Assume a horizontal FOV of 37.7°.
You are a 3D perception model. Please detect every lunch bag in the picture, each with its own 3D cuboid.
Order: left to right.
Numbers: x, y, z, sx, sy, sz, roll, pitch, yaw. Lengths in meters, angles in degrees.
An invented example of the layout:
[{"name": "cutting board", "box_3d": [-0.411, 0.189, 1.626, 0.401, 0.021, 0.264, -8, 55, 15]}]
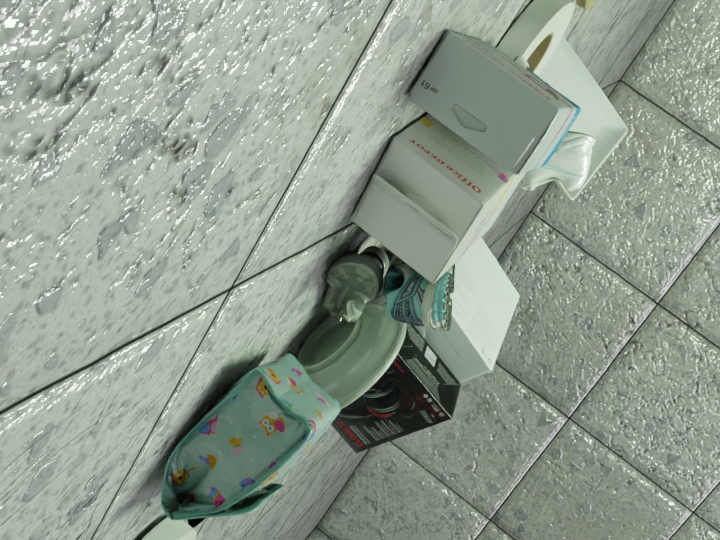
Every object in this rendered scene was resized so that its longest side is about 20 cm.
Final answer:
[{"name": "lunch bag", "box_3d": [-0.133, 0.207, 1.229, 0.200, 0.122, 0.170, -47, 173, 7]}]

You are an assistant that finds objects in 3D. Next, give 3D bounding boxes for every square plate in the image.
[{"name": "square plate", "box_3d": [0.302, -0.235, 1.595, 0.198, 0.200, 0.028, -47, -166, -33]}]

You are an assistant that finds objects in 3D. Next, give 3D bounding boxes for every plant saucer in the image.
[{"name": "plant saucer", "box_3d": [-0.030, 0.108, 1.423, 0.199, 0.050, 0.201, -33, -156, 17]}]

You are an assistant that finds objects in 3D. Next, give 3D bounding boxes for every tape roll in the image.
[{"name": "tape roll", "box_3d": [-0.291, 0.410, 1.369, 0.203, 0.037, 0.203, -52, 170, -13]}, {"name": "tape roll", "box_3d": [0.214, -0.282, 1.420, 0.203, 0.037, 0.203, -51, 170, -12]}]

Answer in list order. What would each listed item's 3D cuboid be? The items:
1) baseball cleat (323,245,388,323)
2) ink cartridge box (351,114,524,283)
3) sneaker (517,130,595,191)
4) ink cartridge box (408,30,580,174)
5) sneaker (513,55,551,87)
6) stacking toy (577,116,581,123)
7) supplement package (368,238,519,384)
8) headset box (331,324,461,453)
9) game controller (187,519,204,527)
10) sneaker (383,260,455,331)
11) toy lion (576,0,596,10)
[{"name": "baseball cleat", "box_3d": [0.000, 0.000, 1.333, 0.107, 0.069, 0.200, -56, -178, -22]}, {"name": "ink cartridge box", "box_3d": [0.092, -0.093, 1.230, 0.200, 0.128, 0.126, -39, 163, -52]}, {"name": "sneaker", "box_3d": [0.195, -0.145, 1.344, 0.070, 0.198, 0.081, -27, 124, -75]}, {"name": "ink cartridge box", "box_3d": [0.152, -0.182, 1.150, 0.085, 0.144, 0.200, -56, 170, 18]}, {"name": "sneaker", "box_3d": [0.216, -0.208, 1.347, 0.078, 0.079, 0.200, -54, 170, 8]}, {"name": "stacking toy", "box_3d": [0.239, -0.223, 1.619, 0.199, 0.116, 0.110, -19, 155, -48]}, {"name": "supplement package", "box_3d": [0.119, 0.058, 1.568, 0.150, 0.152, 0.200, -26, -161, 33]}, {"name": "headset box", "box_3d": [0.018, 0.166, 1.499, 0.199, 0.149, 0.075, -25, -155, 33]}, {"name": "game controller", "box_3d": [-0.188, 0.316, 1.562, 0.105, 0.042, 0.200, -57, 169, 16]}, {"name": "sneaker", "box_3d": [0.072, 0.003, 1.291, 0.200, 0.085, 0.078, -71, 162, -66]}, {"name": "toy lion", "box_3d": [0.286, -0.420, 1.250, 0.201, 0.068, 0.192, -52, 163, -12]}]
